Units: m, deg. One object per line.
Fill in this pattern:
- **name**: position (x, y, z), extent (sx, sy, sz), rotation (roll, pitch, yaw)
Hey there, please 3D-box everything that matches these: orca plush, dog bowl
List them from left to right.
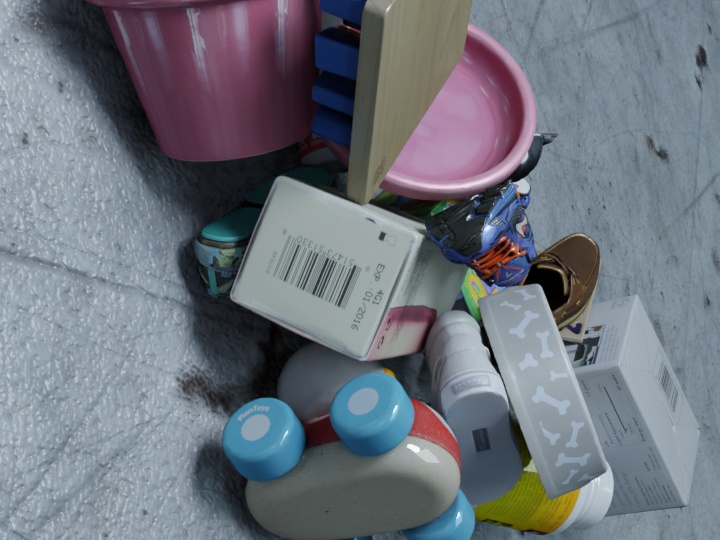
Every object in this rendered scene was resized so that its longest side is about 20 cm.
- **orca plush**: position (0.113, -0.088, 1.221), extent (0.200, 0.105, 0.071), rotation (-24, 118, -62)
- **dog bowl**: position (0.162, 0.103, 1.143), extent (0.200, 0.059, 0.200), rotation (-21, 90, -83)

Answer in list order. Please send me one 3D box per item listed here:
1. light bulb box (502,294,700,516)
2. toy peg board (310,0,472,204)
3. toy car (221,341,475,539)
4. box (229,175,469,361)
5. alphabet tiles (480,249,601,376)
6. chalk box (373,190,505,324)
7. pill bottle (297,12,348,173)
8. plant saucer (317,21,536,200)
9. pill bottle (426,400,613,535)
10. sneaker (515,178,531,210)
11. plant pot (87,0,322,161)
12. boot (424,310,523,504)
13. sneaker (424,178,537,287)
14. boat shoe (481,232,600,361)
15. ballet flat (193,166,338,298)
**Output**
- **light bulb box**: position (0.231, 0.155, 1.388), extent (0.198, 0.200, 0.125), rotation (61, 33, -24)
- **toy peg board**: position (0.010, -0.195, 0.995), extent (0.199, 0.098, 0.200), rotation (-58, 164, -35)
- **toy car**: position (-0.006, 0.118, 1.082), extent (0.200, 0.177, 0.184), rotation (-89, 158, -44)
- **box**: position (0.000, 0.000, 1.073), extent (0.109, 0.128, 0.200), rotation (-68, 162, 6)
- **alphabet tiles**: position (0.155, 0.039, 1.354), extent (0.200, 0.167, 0.008), rotation (-65, 159, -46)
- **chalk box**: position (0.059, -0.010, 1.255), extent (0.200, 0.124, 0.124), rotation (-44, 116, -56)
- **pill bottle**: position (-0.018, -0.199, 1.216), extent (0.114, 0.114, 0.200), rotation (-5, 82, -58)
- **plant saucer**: position (0.050, -0.138, 1.115), extent (0.200, 0.051, 0.201), rotation (6, 58, -10)
- **pill bottle**: position (0.147, 0.197, 1.269), extent (0.200, 0.109, 0.109), rotation (18, 61, -26)
- **sneaker**: position (0.123, -0.104, 1.386), extent (0.115, 0.081, 0.199), rotation (48, 18, 31)
- **plant pot**: position (-0.109, -0.190, 1.015), extent (0.200, 0.200, 0.179), rotation (-41, 128, -55)
- **boot**: position (0.097, 0.119, 1.126), extent (0.200, 0.074, 0.096), rotation (84, -4, -51)
- **sneaker**: position (0.108, -0.025, 1.029), extent (0.078, 0.075, 0.200), rotation (63, 17, 2)
- **boat shoe**: position (0.193, 0.018, 1.303), extent (0.072, 0.068, 0.200), rotation (37, 48, 12)
- **ballet flat**: position (-0.081, -0.031, 1.114), extent (0.200, 0.074, 0.074), rotation (-36, 109, -54)
